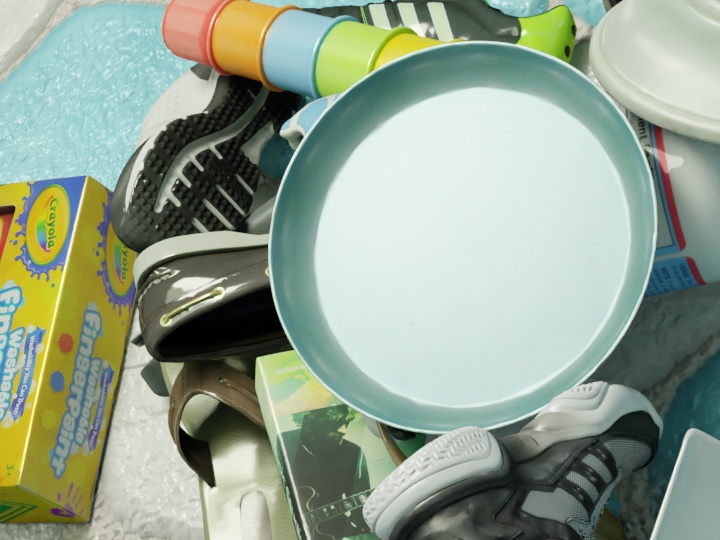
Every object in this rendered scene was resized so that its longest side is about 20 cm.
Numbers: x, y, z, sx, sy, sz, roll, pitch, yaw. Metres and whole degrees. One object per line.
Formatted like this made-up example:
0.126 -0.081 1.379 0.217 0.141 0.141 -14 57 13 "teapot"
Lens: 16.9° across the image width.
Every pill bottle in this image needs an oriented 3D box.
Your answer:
0.135 -0.039 1.248 0.199 0.109 0.109 -12 60 15 "pill bottle"

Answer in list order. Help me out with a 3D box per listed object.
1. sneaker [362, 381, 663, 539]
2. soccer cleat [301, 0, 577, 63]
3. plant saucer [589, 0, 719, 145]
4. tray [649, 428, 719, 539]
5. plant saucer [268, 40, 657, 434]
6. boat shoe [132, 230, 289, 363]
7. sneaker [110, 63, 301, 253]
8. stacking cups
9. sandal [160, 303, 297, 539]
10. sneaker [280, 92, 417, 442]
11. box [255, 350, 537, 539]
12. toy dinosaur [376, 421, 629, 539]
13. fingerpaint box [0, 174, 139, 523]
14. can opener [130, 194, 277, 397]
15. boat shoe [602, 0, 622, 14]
0.093 0.123 1.114 0.075 0.200 0.114 -46 68 35 "sneaker"
0.036 -0.132 1.411 0.199 0.068 0.081 13 64 32 "soccer cleat"
0.214 -0.125 1.207 0.199 0.050 0.200 -2 31 1 "plant saucer"
0.156 0.185 1.138 0.022 0.107 0.201 -3 63 58 "tray"
0.052 -0.015 1.197 0.199 0.027 0.201 -6 73 19 "plant saucer"
-0.024 0.010 1.338 0.200 0.072 0.061 -10 54 1 "boat shoe"
-0.101 -0.066 1.432 0.080 0.074 0.200 -24 20 34 "sneaker"
-0.024 -0.121 1.374 0.199 0.060 0.061 18 78 36 "stacking cups"
-0.071 0.090 1.352 0.080 0.057 0.202 -24 63 15 "sandal"
0.000 0.000 1.271 0.072 0.072 0.201 -20 63 23 "sneaker"
0.036 0.119 1.244 0.144 0.036 0.201 -10 53 -12 "box"
0.090 0.142 1.187 0.199 0.058 0.101 16 40 3 "toy dinosaur"
-0.230 0.050 1.488 0.166 0.073 0.201 -4 65 34 "fingerpaint box"
-0.054 -0.005 1.419 0.200 0.053 0.067 -40 85 14 "can opener"
0.163 -0.165 1.337 0.067 0.057 0.201 -31 53 18 "boat shoe"
